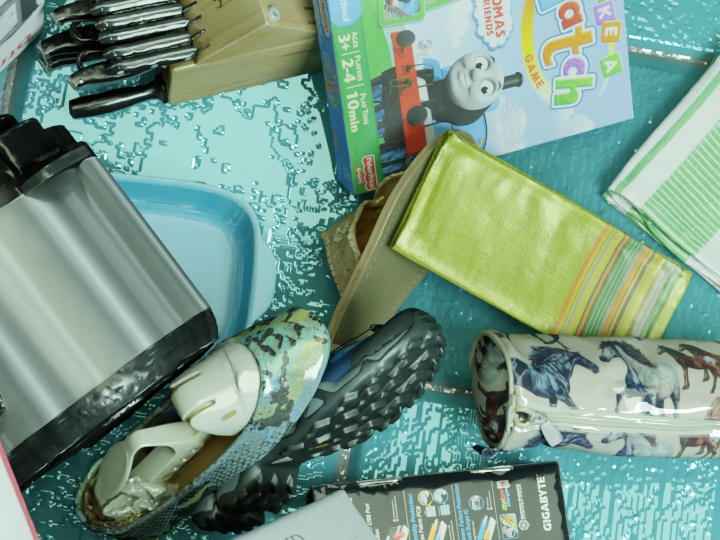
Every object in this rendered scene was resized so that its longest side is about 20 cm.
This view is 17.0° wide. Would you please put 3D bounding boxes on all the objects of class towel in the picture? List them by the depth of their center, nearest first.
[{"bbox_3d":[0.117,-0.007,1.524,0.200,0.018,0.086,29,79,-24],"label":"towel"},{"bbox_3d":[0.281,-0.040,1.595,0.200,0.023,0.153,39,73,5],"label":"towel"}]

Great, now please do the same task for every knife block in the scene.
[{"bbox_3d":[-0.102,-0.149,1.566,0.200,0.176,0.064,1,70,-54],"label":"knife block"}]

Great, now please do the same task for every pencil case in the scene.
[{"bbox_3d":[0.169,0.082,1.506,0.200,0.078,0.089,4,33,-13],"label":"pencil case"}]

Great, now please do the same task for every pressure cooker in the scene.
[{"bbox_3d":[-0.203,0.011,1.403,0.176,0.179,0.200,-36,89,0],"label":"pressure cooker"}]

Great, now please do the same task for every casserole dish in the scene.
[{"bbox_3d":[-0.154,0.001,1.523,0.200,0.039,0.121,6,75,-5],"label":"casserole dish"}]

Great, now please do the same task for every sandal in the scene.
[{"bbox_3d":[-0.003,-0.002,1.528,0.070,0.078,0.212,20,85,34],"label":"sandal"}]

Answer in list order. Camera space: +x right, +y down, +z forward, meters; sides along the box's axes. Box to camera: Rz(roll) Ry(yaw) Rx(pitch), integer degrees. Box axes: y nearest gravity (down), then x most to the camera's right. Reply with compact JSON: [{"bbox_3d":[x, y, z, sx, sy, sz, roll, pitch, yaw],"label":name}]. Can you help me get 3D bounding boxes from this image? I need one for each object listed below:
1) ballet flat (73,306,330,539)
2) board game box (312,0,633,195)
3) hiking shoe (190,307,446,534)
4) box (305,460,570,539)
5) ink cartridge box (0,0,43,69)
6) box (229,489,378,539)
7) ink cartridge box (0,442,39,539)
[{"bbox_3d":[-0.098,0.094,1.416,0.074,0.074,0.200,45,114,6],"label":"ballet flat"},{"bbox_3d":[0.074,-0.145,1.540,0.200,0.037,0.151,-17,118,-16],"label":"board game box"},{"bbox_3d":[-0.040,0.074,1.455,0.200,0.074,0.087,-38,63,17],"label":"hiking shoe"},{"bbox_3d":[0.056,0.224,1.484,0.159,0.046,0.200,-6,76,-8],"label":"box"},{"bbox_3d":[-0.268,-0.161,1.460,0.086,0.200,0.148,43,75,6],"label":"ink cartridge box"},{"bbox_3d":[-0.070,0.258,1.341,0.200,0.199,0.171,-42,78,25],"label":"box"},{"bbox_3d":[-0.274,0.093,1.314,0.086,0.200,0.148,-33,116,-29],"label":"ink cartridge box"}]
